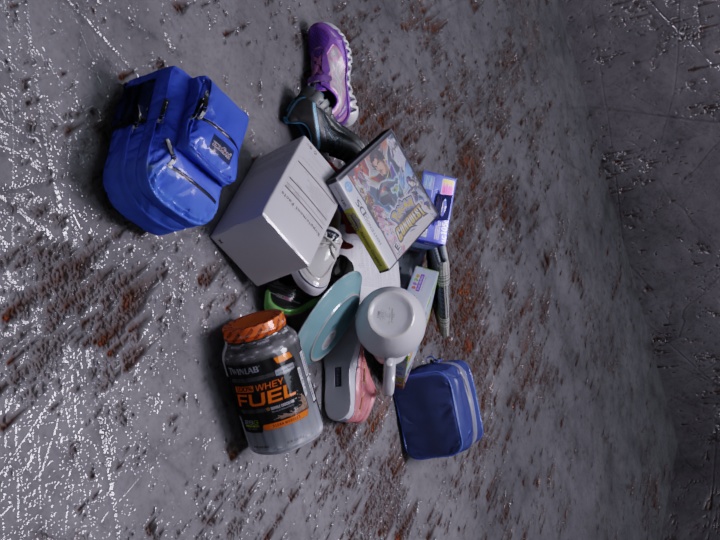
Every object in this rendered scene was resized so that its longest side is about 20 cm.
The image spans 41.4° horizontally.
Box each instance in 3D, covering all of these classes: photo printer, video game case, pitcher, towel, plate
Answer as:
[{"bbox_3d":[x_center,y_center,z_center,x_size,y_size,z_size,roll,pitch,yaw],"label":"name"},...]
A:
[{"bbox_3d":[0.000,0.000,1.789,0.200,0.069,0.167,7,76,-59],"label":"photo printer"},{"bbox_3d":[0.043,-0.122,1.618,0.181,0.025,0.200,59,43,-15],"label":"video game case"},{"bbox_3d":[0.052,0.123,1.658,0.200,0.121,0.172,85,5,-74],"label":"pitcher"},{"bbox_3d":[0.165,0.010,1.985,0.200,0.035,0.193,-100,-177,-57],"label":"towel"},{"bbox_3d":[-0.050,0.090,1.598,0.200,0.026,0.200,-51,163,-22],"label":"plate"}]

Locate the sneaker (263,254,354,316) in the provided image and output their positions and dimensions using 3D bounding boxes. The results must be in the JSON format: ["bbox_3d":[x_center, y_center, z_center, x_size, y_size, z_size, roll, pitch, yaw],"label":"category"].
[{"bbox_3d":[-0.081,0.012,1.596,0.200,0.077,0.084,-29,120,-45],"label":"sneaker"}]

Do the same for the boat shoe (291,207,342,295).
[{"bbox_3d":[-0.063,-0.042,1.559,0.071,0.070,0.200,33,33,-16],"label":"boat shoe"}]

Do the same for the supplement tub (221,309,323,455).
[{"bbox_3d":[-0.137,0.168,1.451,0.123,0.122,0.200,-34,111,-58],"label":"supplement tub"}]

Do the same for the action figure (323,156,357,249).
[{"bbox_3d":[-0.024,-0.130,1.725,0.099,0.065,0.200,3,50,-34],"label":"action figure"}]

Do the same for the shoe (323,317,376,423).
[{"bbox_3d":[-0.018,0.176,1.719,0.091,0.071,0.200,27,62,-60],"label":"shoe"}]

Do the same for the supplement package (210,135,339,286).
[{"bbox_3d":[-0.127,-0.095,1.523,0.120,0.121,0.200,49,42,-26],"label":"supplement package"}]

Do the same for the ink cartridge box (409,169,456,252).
[{"bbox_3d":[0.121,-0.113,1.854,0.076,0.200,0.137,12,83,-13],"label":"ink cartridge box"}]

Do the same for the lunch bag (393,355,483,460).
[{"bbox_3d":[0.159,0.272,1.930,0.132,0.136,0.200,-11,91,-61],"label":"lunch bag"}]

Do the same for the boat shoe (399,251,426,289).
[{"bbox_3d":[0.085,-0.003,1.960,0.200,0.073,0.067,-60,160,-48],"label":"boat shoe"}]

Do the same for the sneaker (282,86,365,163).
[{"bbox_3d":[-0.059,-0.236,1.727,0.200,0.073,0.082,46,73,-21],"label":"sneaker"}]

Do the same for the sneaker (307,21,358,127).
[{"bbox_3d":[-0.064,-0.363,1.773,0.088,0.080,0.200,-20,101,-52],"label":"sneaker"}]

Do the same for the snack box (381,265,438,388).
[{"bbox_3d":[0.097,0.111,1.863,0.142,0.053,0.200,91,18,-57],"label":"snack box"}]

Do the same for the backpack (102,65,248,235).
[{"bbox_3d":[-0.253,-0.159,1.296,0.162,0.168,0.200,38,54,-42],"label":"backpack"}]
